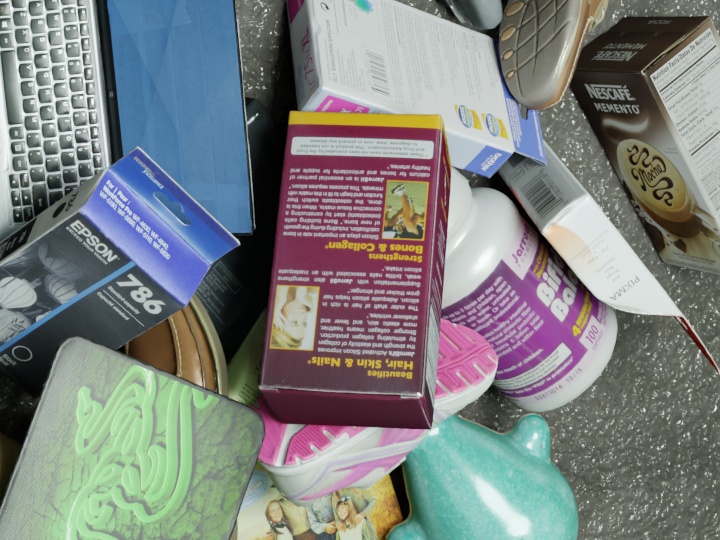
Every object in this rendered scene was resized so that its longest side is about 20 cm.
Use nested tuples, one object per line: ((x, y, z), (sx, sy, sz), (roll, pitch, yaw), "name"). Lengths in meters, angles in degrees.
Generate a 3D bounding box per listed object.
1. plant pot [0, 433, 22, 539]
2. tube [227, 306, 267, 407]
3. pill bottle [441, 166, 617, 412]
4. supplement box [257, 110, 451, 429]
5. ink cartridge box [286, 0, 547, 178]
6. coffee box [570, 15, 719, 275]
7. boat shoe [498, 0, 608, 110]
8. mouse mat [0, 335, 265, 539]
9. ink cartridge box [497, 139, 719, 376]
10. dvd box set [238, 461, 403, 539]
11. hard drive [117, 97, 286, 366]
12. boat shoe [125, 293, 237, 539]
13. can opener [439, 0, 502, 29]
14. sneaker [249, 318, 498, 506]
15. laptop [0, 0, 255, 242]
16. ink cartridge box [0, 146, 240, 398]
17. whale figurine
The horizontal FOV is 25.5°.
((-0.268, 0.172, 1.037), (0.199, 0.186, 0.188), (15, 91, -42), "plant pot")
((-0.101, 0.124, 1.140), (0.052, 0.058, 0.201), (35, 85, 7), "tube")
((0.099, 0.009, 1.219), (0.200, 0.112, 0.113), (43, 79, -26), "pill bottle")
((0.000, 0.000, 1.084), (0.109, 0.086, 0.202), (2, 70, 9), "supplement box")
((0.042, -0.139, 1.171), (0.198, 0.042, 0.120), (14, 49, -27), "ink cartridge box")
((0.261, -0.100, 1.284), (0.080, 0.113, 0.201), (-38, 112, -16), "coffee box")
((0.160, -0.210, 1.216), (0.072, 0.075, 0.202), (29, 65, -38), "boat shoe")
((-0.152, 0.160, 1.010), (0.160, 0.008, 0.202), (25, 74, -29), "mouse mat")
((0.186, -0.008, 1.233), (0.050, 0.162, 0.200), (-36, 117, 6), "ink cartridge box")
((-0.045, 0.175, 1.218), (0.145, 0.029, 0.202), (-24, 109, -22), "dvd box set")
((-0.106, -0.007, 1.156), (0.200, 0.033, 0.140), (-45, 114, -13), "hard drive")
((-0.131, 0.101, 1.069), (0.068, 0.072, 0.202), (-1, 74, -45), "boat shoe")
((0.050, -0.271, 1.180), (0.053, 0.066, 0.201), (-42, 109, -13), "can opener")
((0.009, 0.103, 1.155), (0.198, 0.082, 0.089), (-23, 142, -16), "sneaker")
((-0.184, -0.111, 1.036), (0.198, 0.116, 0.189), (-7, 99, -16), "laptop")
((-0.183, 0.006, 1.045), (0.099, 0.199, 0.039), (43, 34, -24), "ink cartridge box")
((0.086, 0.169, 1.214), (0.159, 0.104, 0.201), (-38, 108, -4), "whale figurine")
